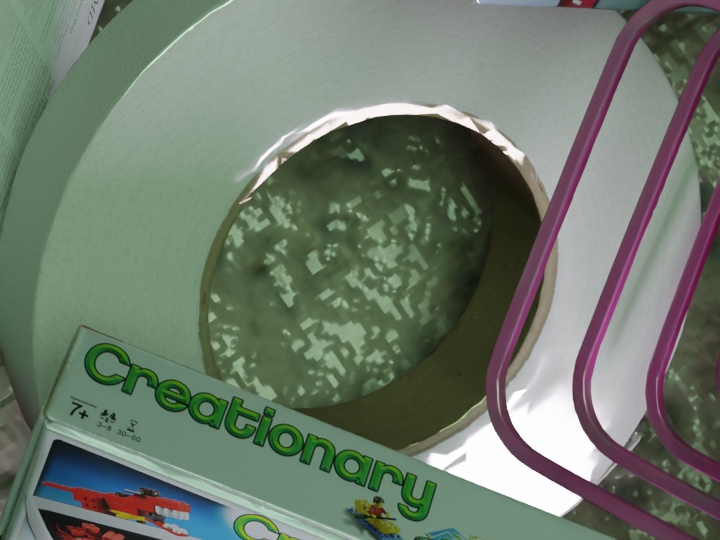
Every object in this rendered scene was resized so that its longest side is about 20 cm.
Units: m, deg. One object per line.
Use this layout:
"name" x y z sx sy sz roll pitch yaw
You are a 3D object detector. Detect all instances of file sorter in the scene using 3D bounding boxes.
"file sorter" 0.144 0.008 0.793 0.125 0.200 0.139 29 103 29

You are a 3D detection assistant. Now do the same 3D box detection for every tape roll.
"tape roll" 0.000 0.000 0.815 0.202 0.037 0.203 -10 116 -22

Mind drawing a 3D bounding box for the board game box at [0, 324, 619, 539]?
"board game box" 0.002 0.096 0.766 0.200 0.126 0.035 22 51 -3

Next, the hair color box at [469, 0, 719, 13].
"hair color box" 0.068 -0.118 0.770 0.099 0.200 0.061 43 117 28

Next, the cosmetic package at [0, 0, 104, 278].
"cosmetic package" -0.122 -0.031 0.779 0.051 0.083 0.200 9 65 18
